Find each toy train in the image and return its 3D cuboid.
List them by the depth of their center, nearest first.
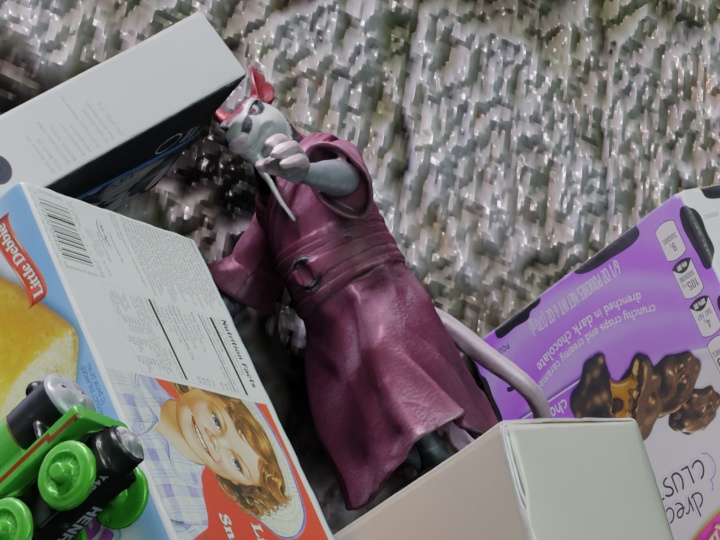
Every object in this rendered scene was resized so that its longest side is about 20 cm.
[{"bbox_3d":[-0.150,0.109,0.691,0.042,0.200,0.057,30,21,-54],"label":"toy train"}]

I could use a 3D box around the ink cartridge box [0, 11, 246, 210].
[{"bbox_3d":[-0.140,-0.031,0.825,0.200,0.099,0.039,-33,84,-40],"label":"ink cartridge box"}]

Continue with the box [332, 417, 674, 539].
[{"bbox_3d":[0.031,0.129,0.784,0.068,0.200,0.083,1,65,-36],"label":"box"}]

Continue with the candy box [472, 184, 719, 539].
[{"bbox_3d":[0.153,0.086,0.913,0.071,0.168,0.201,-11,72,-37],"label":"candy box"}]

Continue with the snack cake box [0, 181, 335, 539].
[{"bbox_3d":[-0.076,0.076,0.749,0.115,0.067,0.201,22,38,-59],"label":"snack cake box"}]

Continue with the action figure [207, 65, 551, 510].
[{"bbox_3d":[0.000,0.000,0.881,0.148,0.134,0.201,-16,77,-39],"label":"action figure"}]
